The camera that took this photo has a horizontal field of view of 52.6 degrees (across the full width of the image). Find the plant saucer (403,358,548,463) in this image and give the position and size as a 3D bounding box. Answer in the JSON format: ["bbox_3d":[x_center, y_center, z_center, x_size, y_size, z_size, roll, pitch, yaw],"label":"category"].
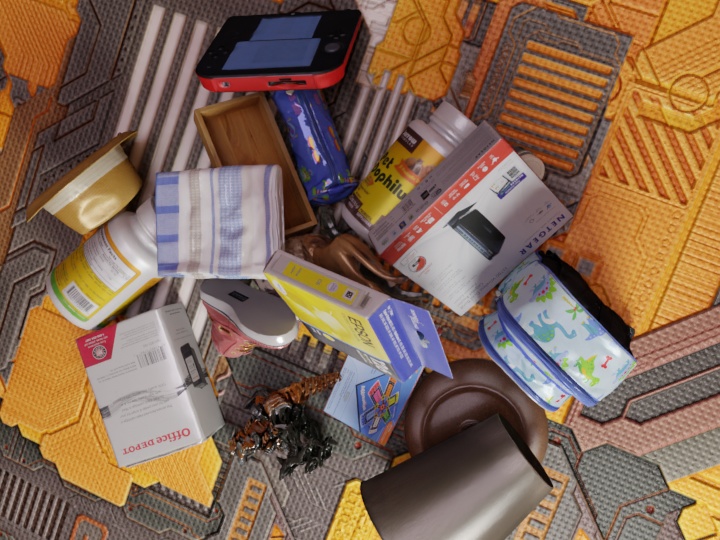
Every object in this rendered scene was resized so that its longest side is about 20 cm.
[{"bbox_3d":[0.156,0.223,0.996,0.199,0.037,0.202,1,93,11],"label":"plant saucer"}]

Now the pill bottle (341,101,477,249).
[{"bbox_3d":[0.074,-0.119,0.956,0.109,0.109,0.200,41,100,7],"label":"pill bottle"}]

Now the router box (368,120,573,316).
[{"bbox_3d":[0.140,-0.058,0.914,0.200,0.179,0.049,-44,40,15],"label":"router box"}]

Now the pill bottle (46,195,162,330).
[{"bbox_3d":[-0.343,-0.014,1.053,0.200,0.111,0.111,-38,85,11],"label":"pill bottle"}]

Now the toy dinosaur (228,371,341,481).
[{"bbox_3d":[-0.106,0.215,1.026,0.136,0.102,0.200,54,129,24],"label":"toy dinosaur"}]

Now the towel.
[{"bbox_3d":[-0.186,-0.061,0.944,0.199,0.024,0.148,1,93,25],"label":"towel"}]

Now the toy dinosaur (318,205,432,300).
[{"bbox_3d":[0.000,0.000,0.991,0.200,0.047,0.088,40,138,12],"label":"toy dinosaur"}]

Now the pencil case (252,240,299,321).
[{"bbox_3d":[-0.120,-0.018,1.019,0.089,0.078,0.201,-36,84,40],"label":"pencil case"}]

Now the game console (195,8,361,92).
[{"bbox_3d":[-0.107,-0.298,0.970,0.199,0.031,0.178,2,49,12],"label":"game console"}]

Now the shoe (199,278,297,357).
[{"bbox_3d":[-0.149,0.080,0.995,0.200,0.071,0.091,25,131,43],"label":"shoe"}]

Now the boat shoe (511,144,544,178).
[{"bbox_3d":[0.158,-0.084,0.976,0.200,0.073,0.062,-48,40,17],"label":"boat shoe"}]

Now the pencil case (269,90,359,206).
[{"bbox_3d":[-0.068,-0.189,0.996,0.078,0.087,0.201,-20,90,-5],"label":"pencil case"}]

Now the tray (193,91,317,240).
[{"bbox_3d":[-0.142,-0.134,0.983,0.098,0.037,0.201,-20,83,-19],"label":"tray"}]

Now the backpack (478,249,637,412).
[{"bbox_3d":[0.238,0.080,0.886,0.183,0.200,0.147,45,101,6],"label":"backpack"}]

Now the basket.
[{"bbox_3d":[0.131,0.287,0.923,0.200,0.136,0.181,-38,80,8],"label":"basket"}]

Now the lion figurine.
[{"bbox_3d":[-0.023,-0.011,0.902,0.123,0.200,0.072,49,62,-9],"label":"lion figurine"}]

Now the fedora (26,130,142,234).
[{"bbox_3d":[-0.373,-0.113,1.026,0.200,0.201,0.082,-35,108,12],"label":"fedora"}]

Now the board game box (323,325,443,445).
[{"bbox_3d":[0.028,0.138,0.997,0.103,0.019,0.201,28,116,11],"label":"board game box"}]

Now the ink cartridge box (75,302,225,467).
[{"bbox_3d":[-0.306,0.166,1.069,0.144,0.083,0.201,-20,89,12],"label":"ink cartridge box"}]

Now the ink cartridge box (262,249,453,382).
[{"bbox_3d":[0.002,0.068,0.870,0.199,0.198,0.047,25,70,27],"label":"ink cartridge box"}]
